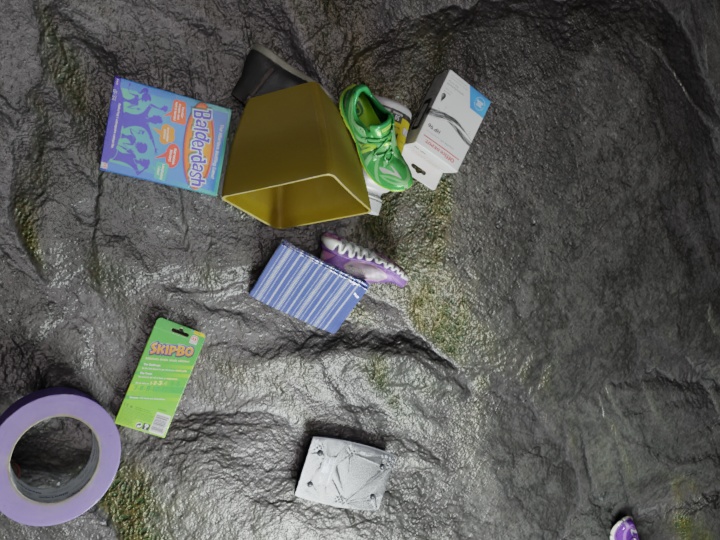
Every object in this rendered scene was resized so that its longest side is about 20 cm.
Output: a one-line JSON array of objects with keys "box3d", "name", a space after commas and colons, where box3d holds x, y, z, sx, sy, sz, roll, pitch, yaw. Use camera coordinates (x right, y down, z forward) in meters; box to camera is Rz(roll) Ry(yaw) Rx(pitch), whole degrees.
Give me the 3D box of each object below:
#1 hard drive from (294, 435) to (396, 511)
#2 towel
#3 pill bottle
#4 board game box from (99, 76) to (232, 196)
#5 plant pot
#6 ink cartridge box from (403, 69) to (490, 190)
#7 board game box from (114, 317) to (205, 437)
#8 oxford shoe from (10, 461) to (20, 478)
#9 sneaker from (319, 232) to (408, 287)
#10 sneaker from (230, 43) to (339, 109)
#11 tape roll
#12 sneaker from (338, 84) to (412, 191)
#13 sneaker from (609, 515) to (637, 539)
[{"box3d": [-0.033, 0.417, 1.167, 0.195, 0.042, 0.139, 19, 90, -21], "name": "hard drive"}, {"box3d": [-0.096, 0.035, 1.076, 0.196, 0.024, 0.146, 26, 120, -20], "name": "towel"}, {"box3d": [0.022, -0.215, 1.071, 0.108, 0.111, 0.206, 14, 93, -21], "name": "pill bottle"}, {"box3d": [-0.333, -0.227, 0.974, 0.194, 0.045, 0.157, 10, 93, -22], "name": "board game box"}, {"box3d": [-0.106, -0.197, 0.963, 0.194, 0.199, 0.182, -8, 77, 18], "name": "plant pot"}, {"box3d": [0.165, -0.278, 1.138, 0.114, 0.068, 0.204, 27, 88, -20], "name": "ink cartridge box"}, {"box3d": [-0.363, 0.193, 1.027, 0.094, 0.030, 0.205, 23, 91, -22], "name": "board game box"}, {"box3d": [-0.660, 0.390, 0.934, 0.196, 0.071, 0.076, -25, 136, -21], "name": "oxford shoe"}, {"box3d": [0.000, 0.000, 1.113, 0.195, 0.080, 0.091, 21, 97, -16], "name": "sneaker"}, {"box3d": [-0.133, -0.308, 1.030, 0.197, 0.075, 0.108, 31, 91, -12], "name": "sneaker"}, {"box3d": [-0.506, 0.302, 0.930, 0.195, 0.084, 0.207, 1, 89, -34], "name": "tape roll"}, {"box3d": [0.028, -0.224, 0.970, 0.073, 0.083, 0.203, -36, 103, -14], "name": "sneaker"}, {"box3d": [0.711, 0.732, 1.459, 0.079, 0.083, 0.205, -22, 103, -16], "name": "sneaker"}]
